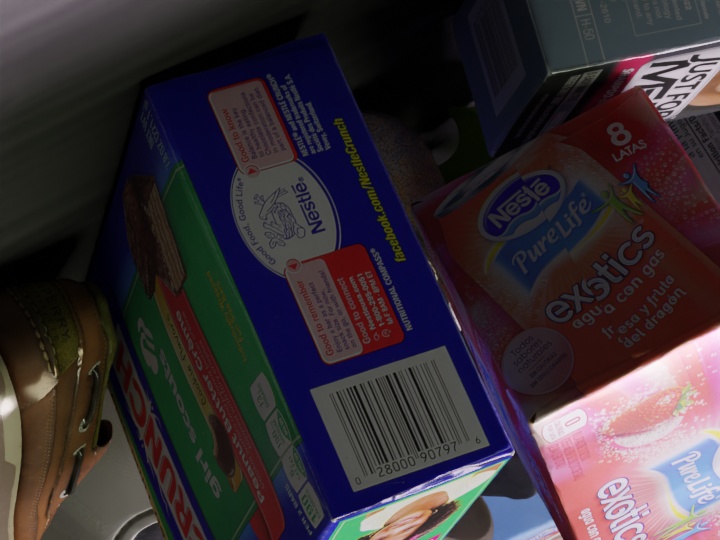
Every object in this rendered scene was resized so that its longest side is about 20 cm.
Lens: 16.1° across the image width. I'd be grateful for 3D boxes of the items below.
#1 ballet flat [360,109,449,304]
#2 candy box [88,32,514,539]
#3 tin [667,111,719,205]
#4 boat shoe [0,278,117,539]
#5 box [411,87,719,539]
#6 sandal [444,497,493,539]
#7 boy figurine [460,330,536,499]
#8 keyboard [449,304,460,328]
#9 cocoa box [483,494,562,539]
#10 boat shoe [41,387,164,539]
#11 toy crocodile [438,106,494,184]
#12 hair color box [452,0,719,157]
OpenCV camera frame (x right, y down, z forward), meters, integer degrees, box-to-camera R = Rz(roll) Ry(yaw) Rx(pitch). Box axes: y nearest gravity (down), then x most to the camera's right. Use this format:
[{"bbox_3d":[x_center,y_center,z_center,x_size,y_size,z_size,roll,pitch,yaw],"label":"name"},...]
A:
[{"bbox_3d":[0.005,0.032,1.023,0.068,0.067,0.200,-1,127,1],"label":"ballet flat"},{"bbox_3d":[-0.033,0.038,0.933,0.077,0.169,0.200,-17,161,-19],"label":"candy box"},{"bbox_3d":[0.173,-0.087,1.057,0.200,0.112,0.042,-39,154,22],"label":"tin"},{"bbox_3d":[-0.130,0.066,1.018,0.068,0.072,0.200,-25,164,-20],"label":"boat shoe"},{"bbox_3d":[0.098,0.037,0.947,0.095,0.103,0.200,-28,149,-1],"label":"box"},{"bbox_3d":[0.011,0.102,1.174,0.055,0.082,0.200,-43,151,22],"label":"sandal"},{"bbox_3d":[0.090,0.019,1.178,0.200,0.064,0.124,-52,141,-42],"label":"boy figurine"},{"bbox_3d":[0.015,0.066,1.220,0.056,0.011,0.200,-20,141,-40],"label":"keyboard"},{"bbox_3d":[0.056,0.105,1.389,0.200,0.131,0.133,-18,160,-41],"label":"cocoa box"},{"bbox_3d":[-0.099,0.092,1.162,0.060,0.074,0.200,-34,162,-52],"label":"boat shoe"},{"bbox_3d":[0.000,0.000,1.106,0.068,0.062,0.200,-13,161,-47],"label":"toy crocodile"},{"bbox_3d":[0.144,-0.101,0.937,0.200,0.061,0.099,-13,168,-12],"label":"hair color box"}]
